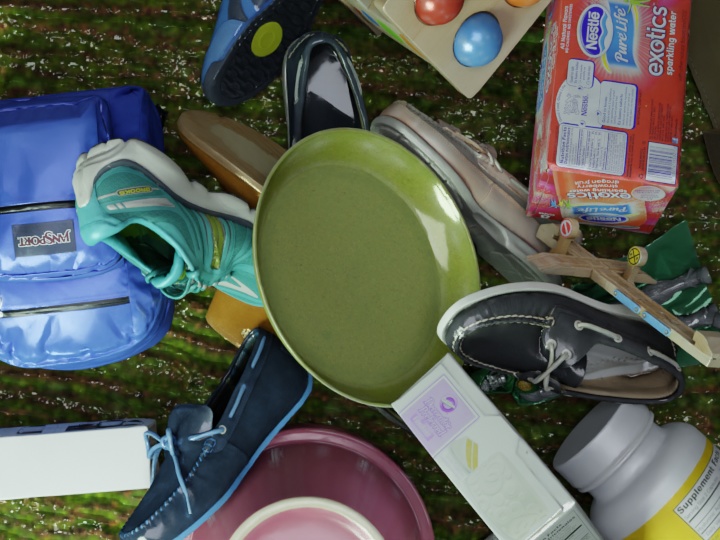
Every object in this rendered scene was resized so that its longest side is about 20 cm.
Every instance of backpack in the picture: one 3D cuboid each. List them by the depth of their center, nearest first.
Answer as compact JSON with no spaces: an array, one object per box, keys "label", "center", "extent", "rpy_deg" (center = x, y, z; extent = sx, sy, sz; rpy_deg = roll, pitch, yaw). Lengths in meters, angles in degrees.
[{"label":"backpack","center":[-0.223,-0.026,1.289],"extent":[0.161,0.168,0.202],"rpy_deg":[-6,91,5]}]

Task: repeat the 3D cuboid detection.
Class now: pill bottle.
[{"label":"pill bottle","center":[0.243,0.185,1.327],"extent":[0.200,0.111,0.111],"rpy_deg":[44,88,-2]}]

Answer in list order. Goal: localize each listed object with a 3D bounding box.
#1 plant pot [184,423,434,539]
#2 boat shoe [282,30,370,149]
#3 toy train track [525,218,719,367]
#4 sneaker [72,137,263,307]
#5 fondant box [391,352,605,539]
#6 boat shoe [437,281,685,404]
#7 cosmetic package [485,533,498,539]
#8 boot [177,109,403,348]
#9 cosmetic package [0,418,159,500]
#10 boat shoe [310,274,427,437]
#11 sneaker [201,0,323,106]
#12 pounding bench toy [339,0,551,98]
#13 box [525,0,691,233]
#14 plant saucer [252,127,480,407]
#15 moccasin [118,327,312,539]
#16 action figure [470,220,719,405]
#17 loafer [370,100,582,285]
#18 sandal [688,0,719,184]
[{"label":"plant pot","center":[-0.040,0.218,1.284],"extent":[0.198,0.179,0.202],"rpy_deg":[0,90,-1]},{"label":"boat shoe","center":[-0.019,-0.081,1.342],"extent":[0.074,0.062,0.202],"rpy_deg":[-4,97,-8]},{"label":"toy train track","center":[0.195,0.007,1.255],"extent":[0.114,0.200,0.033],"rpy_deg":[5,115,-36]},{"label":"sneaker","center":[-0.123,-0.014,1.215],"extent":[0.077,0.200,0.080],"rpy_deg":[-25,53,33]},{"label":"fondant box","center":[0.111,0.159,1.244],"extent":[0.058,0.200,0.144],"rpy_deg":[-39,58,-2]},{"label":"boat shoe","center":[0.147,0.059,1.258],"extent":[0.199,0.061,0.074],"rpy_deg":[11,132,-32]},{"label":"cosmetic package","center":[0.086,0.276,1.275],"extent":[0.051,0.200,0.083],"rpy_deg":[-38,94,27]},{"label":"boot","center":[-0.082,-0.015,1.310],"extent":[0.201,0.071,0.144],"rpy_deg":[34,120,-13]},{"label":"cosmetic package","center":[-0.254,0.143,1.326],"extent":[0.198,0.083,0.051],"rpy_deg":[-4,87,-3]},{"label":"boat shoe","center":[0.021,0.066,1.295],"extent":[0.072,0.066,0.201],"rpy_deg":[-44,130,4]},{"label":"sneaker","center":[-0.072,-0.222,1.356],"extent":[0.078,0.066,0.201],"rpy_deg":[36,99,34]},{"label":"pounding bench toy","center":[0.077,-0.256,1.282],"extent":[0.200,0.156,0.124],"rpy_deg":[-51,135,1]},{"label":"box","center":[0.185,-0.140,1.313],"extent":[0.099,0.096,0.201],"rpy_deg":[8,70,-2]},{"label":"plant saucer","center":[0.000,0.000,1.241],"extent":[0.199,0.031,0.201],"rpy_deg":[14,66,-35]},{"label":"moccasin","center":[-0.117,0.122,1.278],"extent":[0.068,0.080,0.200],"rpy_deg":[53,50,-18]},{"label":"action figure","center":[0.178,0.054,1.357],"extent":[0.199,0.055,0.119],"rpy_deg":[-22,103,3]},{"label":"loafer","center":[0.090,-0.064,1.341],"extent":[0.200,0.072,0.063],"rpy_deg":[44,70,-20]},{"label":"sandal","center":[0.300,-0.167,1.371],"extent":[0.069,0.077,0.213],"rpy_deg":[-15,97,-34]}]
